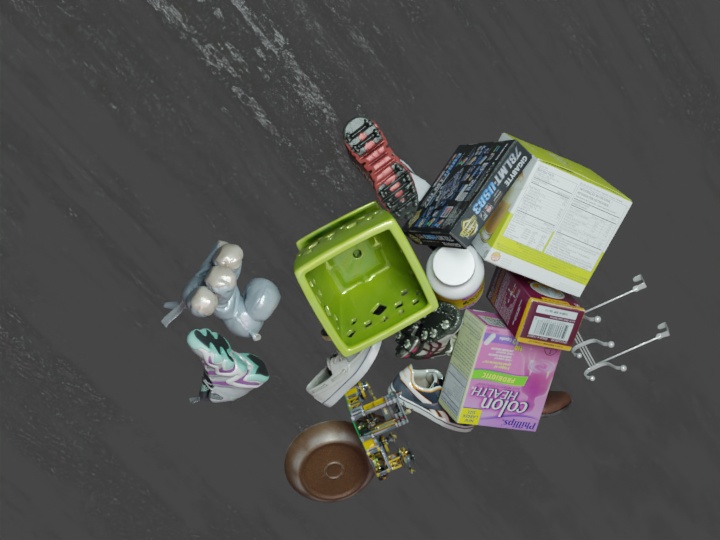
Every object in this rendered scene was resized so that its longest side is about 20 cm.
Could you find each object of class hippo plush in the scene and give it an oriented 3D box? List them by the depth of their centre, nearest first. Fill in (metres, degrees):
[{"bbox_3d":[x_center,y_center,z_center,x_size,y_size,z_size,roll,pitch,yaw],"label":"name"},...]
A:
[{"bbox_3d":[-0.233,0.064,1.641,0.161,0.159,0.200,36,102,-21],"label":"hippo plush"}]

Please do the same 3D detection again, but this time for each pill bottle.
[{"bbox_3d":[0.172,0.008,1.658,0.104,0.200,0.105,-1,80,8],"label":"pill bottle"}]

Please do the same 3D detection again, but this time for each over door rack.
[{"bbox_3d":[0.518,0.122,1.849,0.199,0.067,0.148,-31,115,4],"label":"over door rack"}]

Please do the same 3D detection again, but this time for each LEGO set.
[{"bbox_3d":[0.052,0.299,1.795,0.115,0.154,0.201,-22,100,-1],"label":"LEGO set"}]

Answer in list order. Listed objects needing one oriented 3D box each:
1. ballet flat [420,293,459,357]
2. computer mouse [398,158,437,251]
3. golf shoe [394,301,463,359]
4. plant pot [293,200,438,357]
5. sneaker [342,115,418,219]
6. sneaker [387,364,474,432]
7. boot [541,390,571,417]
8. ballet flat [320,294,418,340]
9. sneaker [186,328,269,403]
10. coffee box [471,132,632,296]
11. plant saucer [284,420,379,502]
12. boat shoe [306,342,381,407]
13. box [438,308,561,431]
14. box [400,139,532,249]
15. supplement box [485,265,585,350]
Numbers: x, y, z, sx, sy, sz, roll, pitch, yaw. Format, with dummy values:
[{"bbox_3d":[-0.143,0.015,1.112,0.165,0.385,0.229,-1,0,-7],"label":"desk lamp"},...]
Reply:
[{"bbox_3d":[0.165,0.120,1.789,0.062,0.068,0.200,-35,114,19],"label":"ballet flat"},{"bbox_3d":[0.101,-0.130,1.679,0.200,0.044,0.110,36,104,-22],"label":"computer mouse"},{"bbox_3d":[0.144,0.115,1.712,0.088,0.078,0.200,17,153,-23],"label":"golf shoe"},{"bbox_3d":[0.000,0.000,1.642,0.199,0.182,0.200,-27,114,3],"label":"plant pot"},{"bbox_3d":[0.036,-0.179,1.610,0.071,0.098,0.201,-34,99,-2],"label":"sneaker"},{"bbox_3d":[0.158,0.255,1.836,0.199,0.079,0.080,26,112,-17],"label":"sneaker"},{"bbox_3d":[0.345,0.194,1.866,0.187,0.069,0.201,1,106,-2],"label":"boot"},{"bbox_3d":[0.022,0.101,1.754,0.199,0.067,0.057,-17,125,-1],"label":"ballet flat"},{"bbox_3d":[-0.281,0.198,1.719,0.140,0.078,0.200,-40,130,14],"label":"sneaker"},{"bbox_3d":[0.323,-0.104,1.644,0.199,0.200,0.198,20,107,-17],"label":"coffee box"},{"bbox_3d":[-0.056,0.403,1.886,0.199,0.037,0.201,-4,113,-8],"label":"plant saucer"},{"bbox_3d":[-0.034,0.182,1.766,0.066,0.072,0.200,31,126,-15],"label":"boat shoe"},{"bbox_3d":[0.269,0.192,1.757,0.175,0.097,0.201,10,105,-21],"label":"box"},{"bbox_3d":[0.177,-0.131,1.575,0.050,0.198,0.200,39,79,-19],"label":"box"},{"bbox_3d":[0.323,0.061,1.714,0.110,0.200,0.086,12,110,-15],"label":"supplement box"}]
